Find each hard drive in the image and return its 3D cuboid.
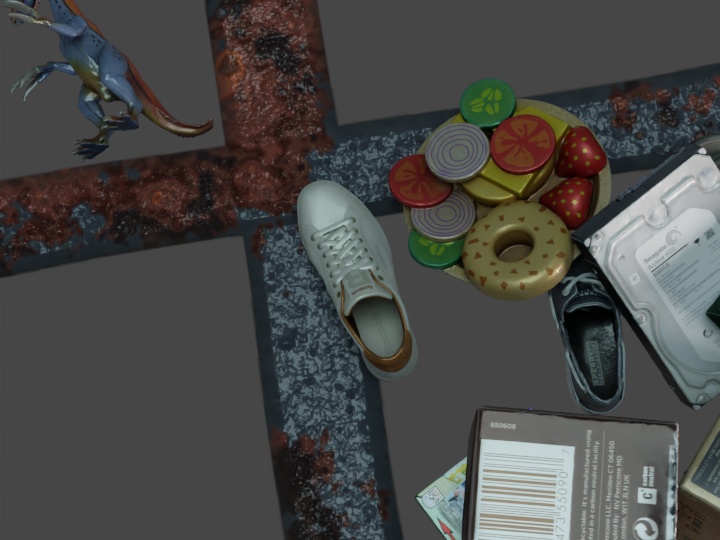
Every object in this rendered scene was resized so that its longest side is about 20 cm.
[{"bbox_3d":[0.295,0.007,1.590,0.140,0.038,0.200,-37,108,-6],"label":"hard drive"}]

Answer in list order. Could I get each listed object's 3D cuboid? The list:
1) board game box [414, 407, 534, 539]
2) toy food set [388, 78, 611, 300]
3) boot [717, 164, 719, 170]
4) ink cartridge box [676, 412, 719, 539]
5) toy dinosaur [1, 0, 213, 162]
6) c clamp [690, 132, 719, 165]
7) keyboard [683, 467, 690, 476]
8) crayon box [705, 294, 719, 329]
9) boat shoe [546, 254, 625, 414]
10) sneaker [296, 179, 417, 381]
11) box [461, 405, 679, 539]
[{"bbox_3d":[0.160,0.242,1.597,0.134,0.029,0.200,-37,80,-5],"label":"board game box"},{"bbox_3d":[0.127,-0.074,1.627,0.198,0.049,0.200,28,75,25],"label":"toy food set"},{"bbox_3d":[0.406,-0.127,1.602,0.199,0.151,0.073,-11,78,0],"label":"boot"},{"bbox_3d":[0.328,0.155,1.503,0.075,0.200,0.165,30,76,16],"label":"ink cartridge box"},{"bbox_3d":[-0.261,-0.198,1.694,0.199,0.105,0.182,4,60,-35],"label":"toy dinosaur"},{"bbox_3d":[0.392,-0.068,1.590,0.199,0.171,0.027,2,56,28],"label":"c clamp"},{"bbox_3d":[0.360,0.259,1.579,0.127,0.021,0.201,-7,71,6],"label":"keyboard"},{"bbox_3d":[0.415,0.057,1.587,0.200,0.052,0.126,43,81,-19],"label":"crayon box"},{"bbox_3d":[0.201,0.029,1.618,0.071,0.068,0.201,-7,78,0],"label":"boat shoe"},{"bbox_3d":[0.000,0.000,1.623,0.073,0.085,0.201,-26,78,-2],"label":"sneaker"},{"bbox_3d":[0.167,0.209,1.486,0.164,0.200,0.167,4,79,3],"label":"box"}]
